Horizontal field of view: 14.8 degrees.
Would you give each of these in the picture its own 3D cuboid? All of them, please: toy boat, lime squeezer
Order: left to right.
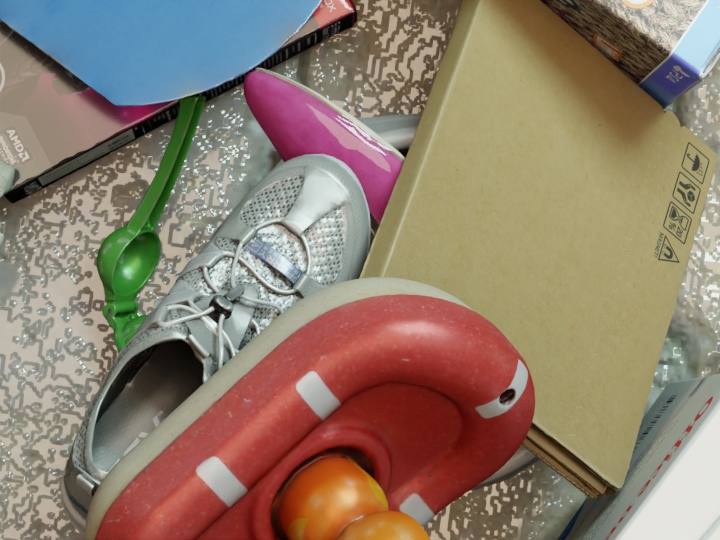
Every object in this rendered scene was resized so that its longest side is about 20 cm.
[{"bbox_3d":[-0.093,0.018,1.362,0.070,0.038,0.201,-6,91,17],"label":"lime squeezer"},{"bbox_3d":[-0.007,0.101,1.146,0.200,0.131,0.131,-43,47,-3],"label":"toy boat"}]

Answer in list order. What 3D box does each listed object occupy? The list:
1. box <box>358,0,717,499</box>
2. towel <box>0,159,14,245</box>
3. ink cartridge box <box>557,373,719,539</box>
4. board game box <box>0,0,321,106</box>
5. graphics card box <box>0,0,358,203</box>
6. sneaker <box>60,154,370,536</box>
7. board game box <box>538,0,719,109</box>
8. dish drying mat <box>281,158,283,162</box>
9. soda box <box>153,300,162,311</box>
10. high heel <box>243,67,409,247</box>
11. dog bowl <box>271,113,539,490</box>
[{"bbox_3d":[0.085,-0.020,1.283,0.163,0.021,0.200,38,54,-26],"label":"box"},{"bbox_3d":[-0.282,-0.010,1.289,0.192,0.200,0.035,14,129,17],"label":"towel"},{"bbox_3d":[0.174,0.148,1.286,0.145,0.200,0.147,37,86,1],"label":"ink cartridge box"},{"bbox_3d":[-0.103,-0.157,1.320,0.200,0.039,0.158,36,74,21],"label":"board game box"},{"bbox_3d":[-0.116,-0.134,1.369,0.200,0.051,0.126,-27,88,-2],"label":"graphics card box"},{"bbox_3d":[-0.058,0.033,1.209,0.075,0.082,0.200,31,77,7],"label":"sneaker"},{"bbox_3d":[0.099,-0.177,1.324,0.200,0.159,0.097,35,87,1],"label":"board game box"},{"bbox_3d":[0.061,-0.035,1.384,0.199,0.018,0.077,-1,91,-1],"label":"dish drying mat"},{"bbox_3d":[-0.069,0.117,1.262,0.068,0.063,0.201,3,75,-2],"label":"soda box"},{"bbox_3d":[0.000,0.000,1.284,0.200,0.067,0.096,44,82,-17],"label":"high heel"},{"bbox_3d":[0.031,0.017,1.348,0.199,0.059,0.201,0,94,-1],"label":"dog bowl"}]
